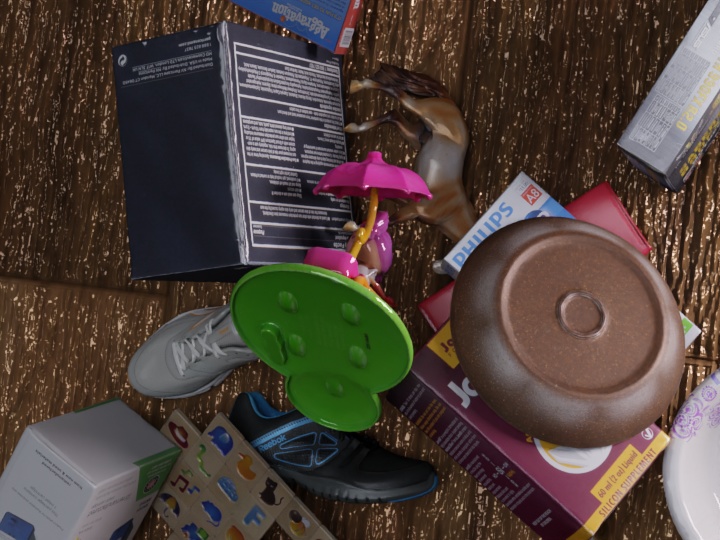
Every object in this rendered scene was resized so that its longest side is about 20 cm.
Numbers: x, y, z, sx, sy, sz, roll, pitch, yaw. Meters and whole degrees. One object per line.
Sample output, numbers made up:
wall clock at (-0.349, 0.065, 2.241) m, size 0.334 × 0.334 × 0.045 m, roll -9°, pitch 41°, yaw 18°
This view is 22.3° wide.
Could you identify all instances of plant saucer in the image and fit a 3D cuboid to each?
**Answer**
plant saucer at (0.171, 0.041, 1.452) m, size 0.199 × 0.037 × 0.201 m, roll 6°, pitch 65°, yaw -13°

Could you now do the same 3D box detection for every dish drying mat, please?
dish drying mat at (0.151, 0.007, 1.588) m, size 0.200 × 0.018 × 0.077 m, roll -34°, pitch 81°, yaw 10°

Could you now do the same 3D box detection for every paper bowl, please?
paper bowl at (0.350, 0.164, 1.486) m, size 0.200 × 0.104 × 0.202 m, roll -1°, pitch 86°, yaw 13°

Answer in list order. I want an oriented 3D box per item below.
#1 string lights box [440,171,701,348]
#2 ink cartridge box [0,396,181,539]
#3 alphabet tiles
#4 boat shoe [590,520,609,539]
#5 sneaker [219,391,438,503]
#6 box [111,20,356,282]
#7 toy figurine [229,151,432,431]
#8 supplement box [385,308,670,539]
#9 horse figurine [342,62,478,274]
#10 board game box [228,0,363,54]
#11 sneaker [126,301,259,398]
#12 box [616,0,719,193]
string lights box at (0.174, 0.023, 1.533) m, size 0.200 × 0.059 × 0.103 m, roll 42°, pitch 85°, yaw 3°
ink cartridge box at (-0.262, 0.224, 1.588) m, size 0.087 × 0.145 × 0.200 m, roll 37°, pitch 110°, yaw 16°
alphabet tiles at (-0.120, 0.224, 1.610) m, size 0.200 × 0.008 × 0.167 m, roll 47°, pitch 125°, yaw 13°
boat shoe at (0.137, 0.159, 1.561) m, size 0.069 × 0.071 × 0.200 m, roll -37°, pitch 77°, yaw 18°
sneaker at (-0.028, 0.156, 1.594) m, size 0.199 × 0.073 × 0.082 m, roll 8°, pitch 90°, yaw 14°
box at (-0.104, -0.092, 1.552) m, size 0.123 × 0.200 × 0.199 m, roll -9°, pitch 84°, yaw 28°
toy figurine at (0.000, 0.000, 1.477) m, size 0.150 × 0.200 × 0.184 m, roll 9°, pitch 50°, yaw 18°
supplement box at (0.134, 0.119, 1.478) m, size 0.200 × 0.086 × 0.110 m, roll 41°, pitch 67°, yaw 6°
horse figurine at (0.049, -0.095, 1.588) m, size 0.132 × 0.050 × 0.201 m, roll 6°, pitch 70°, yaw -10°
board game box at (-0.073, -0.272, 1.595) m, size 0.200 × 0.019 × 0.103 m, roll 31°, pitch 109°, yaw 34°
sneaker at (-0.124, 0.058, 1.614) m, size 0.199 × 0.092 × 0.076 m, roll -23°, pitch 81°, yaw 12°
box at (0.289, -0.165, 1.492) m, size 0.048 × 0.158 × 0.200 m, roll 33°, pitch 94°, yaw 13°
